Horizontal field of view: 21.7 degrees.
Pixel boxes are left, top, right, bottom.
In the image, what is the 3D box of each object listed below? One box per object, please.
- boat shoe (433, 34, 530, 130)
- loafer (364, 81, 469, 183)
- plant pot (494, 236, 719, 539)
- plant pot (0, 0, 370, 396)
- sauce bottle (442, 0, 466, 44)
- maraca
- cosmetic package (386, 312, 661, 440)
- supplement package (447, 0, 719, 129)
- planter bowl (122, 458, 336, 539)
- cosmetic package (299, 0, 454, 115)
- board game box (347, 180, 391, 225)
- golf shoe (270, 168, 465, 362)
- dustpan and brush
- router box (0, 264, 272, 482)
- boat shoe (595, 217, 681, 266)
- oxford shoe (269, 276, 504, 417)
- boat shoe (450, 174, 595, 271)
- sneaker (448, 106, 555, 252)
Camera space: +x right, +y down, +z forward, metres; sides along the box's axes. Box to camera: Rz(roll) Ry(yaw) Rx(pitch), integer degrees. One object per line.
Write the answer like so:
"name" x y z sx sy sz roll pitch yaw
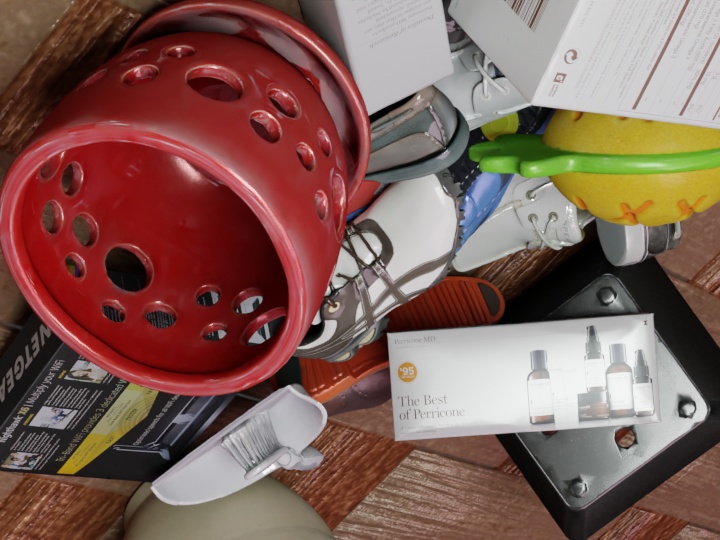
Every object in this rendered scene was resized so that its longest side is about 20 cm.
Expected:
"boat shoe" 0.102 -0.138 1.304 0.198 0.073 0.069 -12 179 -8
"loafer" -0.027 -0.088 1.272 0.198 0.072 0.063 -14 138 21
"plant pot" 0.189 0.092 1.510 0.199 0.201 0.177 -36 173 7
"plant pot" -0.100 -0.054 1.156 0.198 0.183 0.202 9 129 12
"sauce bottle" 0.083 -0.236 1.211 0.065 0.066 0.201 -7 135 -30
"maraca" 0.176 -0.084 1.297 0.197 0.137 0.108 -4 101 -5
"cosmetic package" 0.121 0.079 1.398 0.197 0.084 0.051 -5 177 4
"supplement package" 0.179 -0.173 1.188 0.198 0.117 0.118 3 124 -35
"planter bowl" -0.121 0.239 1.560 0.198 0.135 0.201 -20 142 -16
"cosmetic package" -0.003 -0.203 1.157 0.073 0.102 0.201 -26 145 -6
"board game box" -0.056 -0.003 1.399 0.102 0.020 0.200 0 138 -48
"golf shoe" 0.000 0.000 1.359 0.094 0.078 0.201 -8 142 -47
"dustpan and brush" -0.070 0.141 1.475 0.139 0.057 0.200 -36 174 12
"router box" -0.176 0.080 1.353 0.156 0.053 0.200 9 142 -32
"boat shoe" 0.208 -0.104 1.413 0.063 0.071 0.202 -15 116 -16
"oxford shoe" 0.025 0.064 1.525 0.198 0.072 0.073 -21 148 2
"boat shoe" 0.152 -0.051 1.474 0.199 0.070 0.071 -32 146 1
"sneaker" 0.090 -0.087 1.406 0.201 0.066 0.078 -55 164 20
